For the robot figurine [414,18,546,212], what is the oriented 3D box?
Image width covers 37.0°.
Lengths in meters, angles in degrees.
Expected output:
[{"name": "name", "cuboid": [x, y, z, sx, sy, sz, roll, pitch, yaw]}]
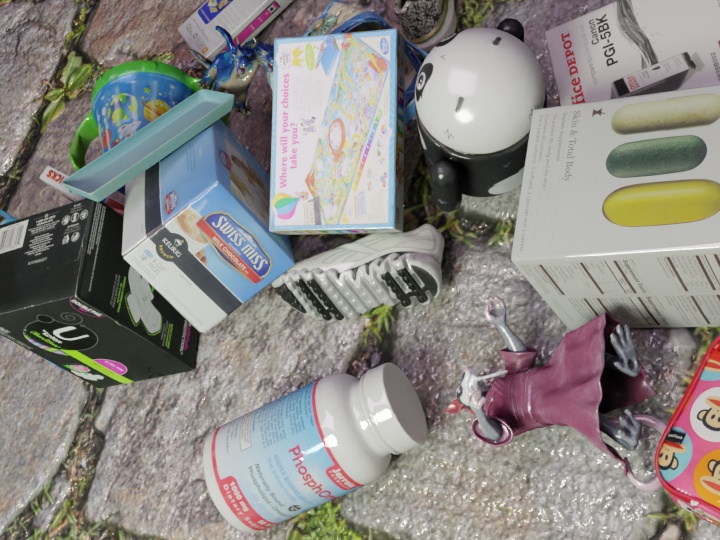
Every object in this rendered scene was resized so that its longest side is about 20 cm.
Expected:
[{"name": "robot figurine", "cuboid": [0.113, -0.146, 1.025, 0.124, 0.200, 0.151, -16, 72, 3]}]

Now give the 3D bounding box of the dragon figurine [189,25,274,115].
[{"name": "dragon figurine", "cuboid": [-0.146, -0.247, 1.249, 0.100, 0.059, 0.200, -67, 27, 23]}]

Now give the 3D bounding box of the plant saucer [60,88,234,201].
[{"name": "plant saucer", "cuboid": [-0.224, -0.136, 1.157, 0.200, 0.019, 0.070, -41, 37, -26]}]

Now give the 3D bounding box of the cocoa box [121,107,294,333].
[{"name": "cocoa box", "cuboid": [-0.168, -0.060, 1.175, 0.131, 0.133, 0.200, -35, 30, 11]}]

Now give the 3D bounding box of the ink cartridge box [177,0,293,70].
[{"name": "ink cartridge box", "cuboid": [-0.149, -0.357, 1.428, 0.200, 0.037, 0.095, -43, 49, 9]}]

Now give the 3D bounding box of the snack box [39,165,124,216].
[{"name": "snack box", "cuboid": [-0.327, -0.081, 1.366, 0.200, 0.072, 0.024, 25, 78, 40]}]

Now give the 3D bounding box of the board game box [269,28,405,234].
[{"name": "board game box", "cuboid": [-0.023, -0.139, 1.094, 0.134, 0.034, 0.201, 0, 86, 17]}]

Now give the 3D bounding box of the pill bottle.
[{"name": "pill bottle", "cuboid": [-0.042, 0.164, 1.020, 0.199, 0.109, 0.109, -27, 53, 19]}]

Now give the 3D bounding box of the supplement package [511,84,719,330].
[{"name": "supplement package", "cuboid": [0.255, -0.048, 0.914, 0.199, 0.151, 0.153, -3, 63, 32]}]

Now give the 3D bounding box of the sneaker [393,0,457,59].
[{"name": "sneaker", "cuboid": [0.070, -0.347, 1.242, 0.077, 0.089, 0.201, -15, 57, 26]}]

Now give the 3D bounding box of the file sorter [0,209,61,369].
[{"name": "file sorter", "cuboid": [-0.432, 0.008, 1.354, 0.199, 0.123, 0.139, 22, 77, 40]}]

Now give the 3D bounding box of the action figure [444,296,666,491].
[{"name": "action figure", "cuboid": [0.162, 0.108, 0.944, 0.200, 0.149, 0.134, -19, 33, 47]}]

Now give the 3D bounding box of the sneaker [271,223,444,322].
[{"name": "sneaker", "cuboid": [0.000, 0.000, 1.117, 0.199, 0.075, 0.081, -8, 44, 29]}]

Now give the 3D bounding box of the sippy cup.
[{"name": "sippy cup", "cuboid": [-0.259, -0.162, 1.312, 0.178, 0.139, 0.131, -43, 43, 37]}]

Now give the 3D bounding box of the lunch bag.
[{"name": "lunch bag", "cuboid": [0.342, 0.131, 0.810, 0.199, 0.082, 0.177, 23, 75, 38]}]

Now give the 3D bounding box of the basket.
[{"name": "basket", "cuboid": [-0.011, -0.191, 1.175, 0.176, 0.139, 0.200, -46, 46, 7]}]

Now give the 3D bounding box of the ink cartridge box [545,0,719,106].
[{"name": "ink cartridge box", "cuboid": [0.288, -0.189, 1.016, 0.199, 0.083, 0.147, -20, 56, 22]}]

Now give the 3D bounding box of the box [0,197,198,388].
[{"name": "box", "cuboid": [-0.292, 0.031, 1.197, 0.148, 0.200, 0.125, -13, 57, 27]}]
